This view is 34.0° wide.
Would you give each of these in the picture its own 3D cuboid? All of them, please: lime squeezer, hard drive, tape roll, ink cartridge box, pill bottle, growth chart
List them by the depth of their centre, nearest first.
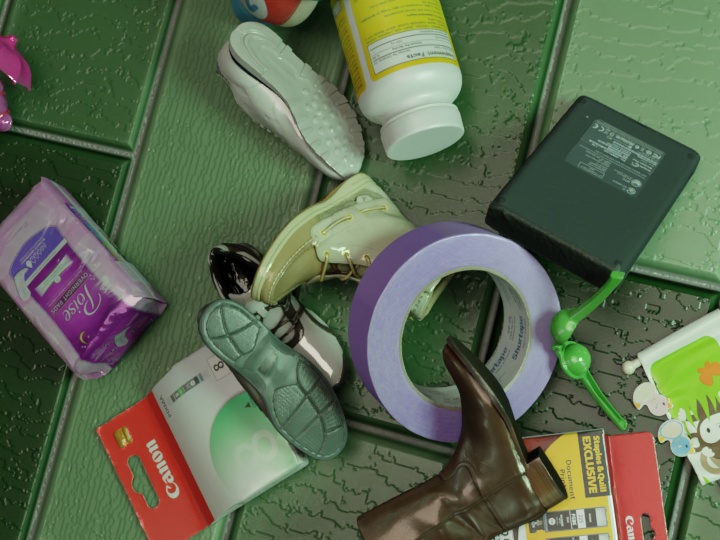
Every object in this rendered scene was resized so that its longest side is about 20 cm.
[{"bbox_3d":[0.215,0.071,1.107,0.070,0.202,0.038,-1,40,13],"label":"lime squeezer"},{"bbox_3d":[0.202,0.255,1.111,0.173,0.084,0.203,-9,78,13],"label":"ink cartridge box"},{"bbox_3d":[0.090,0.058,1.127,0.197,0.066,0.203,-4,103,-16],"label":"tape roll"},{"bbox_3d":[0.357,0.136,1.128,0.144,0.018,0.201,-38,73,6],"label":"growth chart"},{"bbox_3d":[0.226,-0.079,1.129,0.139,0.033,0.200,30,51,16],"label":"hard drive"},{"bbox_3d":[0.040,-0.224,1.218,0.111,0.112,0.203,-17,77,11],"label":"pill bottle"},{"bbox_3d":[-0.174,0.182,1.239,0.199,0.050,0.162,-32,75,5],"label":"ink cartridge box"}]

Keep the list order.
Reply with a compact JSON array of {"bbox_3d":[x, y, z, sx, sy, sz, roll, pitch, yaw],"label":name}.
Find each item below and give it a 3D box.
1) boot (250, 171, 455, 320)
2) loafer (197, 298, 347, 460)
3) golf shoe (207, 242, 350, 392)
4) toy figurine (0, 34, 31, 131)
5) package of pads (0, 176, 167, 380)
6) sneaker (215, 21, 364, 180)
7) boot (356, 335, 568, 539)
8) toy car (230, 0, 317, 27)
[{"bbox_3d":[0.000,0.000,1.174,0.154,0.072,0.200,38,51,13],"label":"boot"},{"bbox_3d":[-0.088,0.106,1.185,0.072,0.063,0.200,-43,103,-13],"label":"loafer"},{"bbox_3d":[-0.093,0.052,1.216,0.078,0.094,0.200,-46,75,2],"label":"golf shoe"},{"bbox_3d":[-0.468,-0.202,1.348,0.181,0.150,0.203,-7,101,3],"label":"toy figurine"},{"bbox_3d":[-0.320,0.009,1.290,0.121,0.076,0.200,-46,73,6],"label":"package of pads"},{"bbox_3d":[-0.075,-0.172,1.266,0.201,0.080,0.076,50,52,1],"label":"sneaker"},{"bbox_3d":[0.061,0.187,1.082,0.199,0.064,0.188,-35,81,13],"label":"boot"},{"bbox_3d":[-0.127,-0.360,1.204,0.198,0.184,0.180,15,83,-27],"label":"toy car"}]
